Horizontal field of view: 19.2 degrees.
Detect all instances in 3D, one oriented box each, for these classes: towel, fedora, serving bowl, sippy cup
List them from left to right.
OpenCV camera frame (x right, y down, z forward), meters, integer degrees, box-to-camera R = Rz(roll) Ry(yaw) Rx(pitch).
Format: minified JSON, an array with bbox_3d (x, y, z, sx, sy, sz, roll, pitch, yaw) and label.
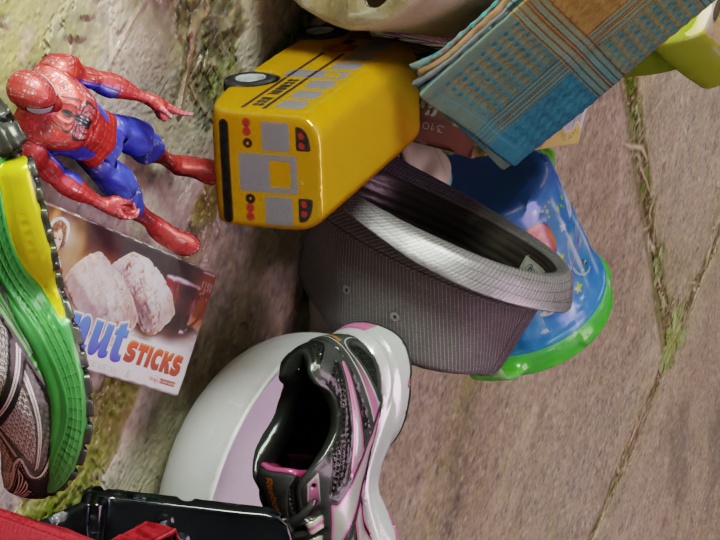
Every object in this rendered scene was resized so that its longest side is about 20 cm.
[{"bbox_3d":[-0.063,0.129,1.276,0.200,0.065,0.202,-35,132,-50],"label":"serving bowl"},{"bbox_3d":[0.029,0.000,1.279,0.091,0.199,0.177,-65,161,14],"label":"fedora"},{"bbox_3d":[0.103,-0.017,1.514,0.139,0.178,0.131,-23,128,-5],"label":"sippy cup"},{"bbox_3d":[0.129,-0.145,1.194,0.200,0.022,0.147,-40,151,9],"label":"towel"}]

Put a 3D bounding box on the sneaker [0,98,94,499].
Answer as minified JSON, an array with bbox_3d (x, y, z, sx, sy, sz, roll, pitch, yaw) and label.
[{"bbox_3d":[-0.174,0.019,0.955,0.084,0.078,0.202,-19,121,-13],"label":"sneaker"}]

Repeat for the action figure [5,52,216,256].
[{"bbox_3d":[-0.123,-0.061,1.056,0.066,0.051,0.200,-67,155,-5],"label":"action figure"}]

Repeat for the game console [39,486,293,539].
[{"bbox_3d":[-0.131,0.232,1.140,0.117,0.174,0.202,-96,-166,-72],"label":"game console"}]

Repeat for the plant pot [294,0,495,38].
[{"bbox_3d":[0.048,-0.209,1.200,0.183,0.199,0.203,-16,119,-52],"label":"plant pot"}]

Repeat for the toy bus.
[{"bbox_3d":[-0.022,-0.085,1.177,0.200,0.077,0.066,-44,135,-62],"label":"toy bus"}]

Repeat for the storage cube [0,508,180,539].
[{"bbox_3d":[-0.167,0.193,0.940,0.171,0.178,0.202,39,68,-65],"label":"storage cube"}]

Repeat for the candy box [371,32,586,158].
[{"bbox_3d":[0.062,-0.115,1.357,0.200,0.116,0.057,-17,121,-64],"label":"candy box"}]

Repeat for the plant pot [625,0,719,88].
[{"bbox_3d":[0.192,-0.236,1.500,0.200,0.180,0.201,15,90,-68],"label":"plant pot"}]

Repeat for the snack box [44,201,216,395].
[{"bbox_3d":[-0.135,0.016,1.101,0.200,0.024,0.073,27,81,-67],"label":"snack box"}]

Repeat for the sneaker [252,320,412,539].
[{"bbox_3d":[-0.030,0.129,1.205,0.086,0.080,0.202,1,92,-54],"label":"sneaker"}]

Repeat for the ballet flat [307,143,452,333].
[{"bbox_3d":[0.000,0.000,1.366,0.070,0.069,0.202,51,54,-63],"label":"ballet flat"}]
